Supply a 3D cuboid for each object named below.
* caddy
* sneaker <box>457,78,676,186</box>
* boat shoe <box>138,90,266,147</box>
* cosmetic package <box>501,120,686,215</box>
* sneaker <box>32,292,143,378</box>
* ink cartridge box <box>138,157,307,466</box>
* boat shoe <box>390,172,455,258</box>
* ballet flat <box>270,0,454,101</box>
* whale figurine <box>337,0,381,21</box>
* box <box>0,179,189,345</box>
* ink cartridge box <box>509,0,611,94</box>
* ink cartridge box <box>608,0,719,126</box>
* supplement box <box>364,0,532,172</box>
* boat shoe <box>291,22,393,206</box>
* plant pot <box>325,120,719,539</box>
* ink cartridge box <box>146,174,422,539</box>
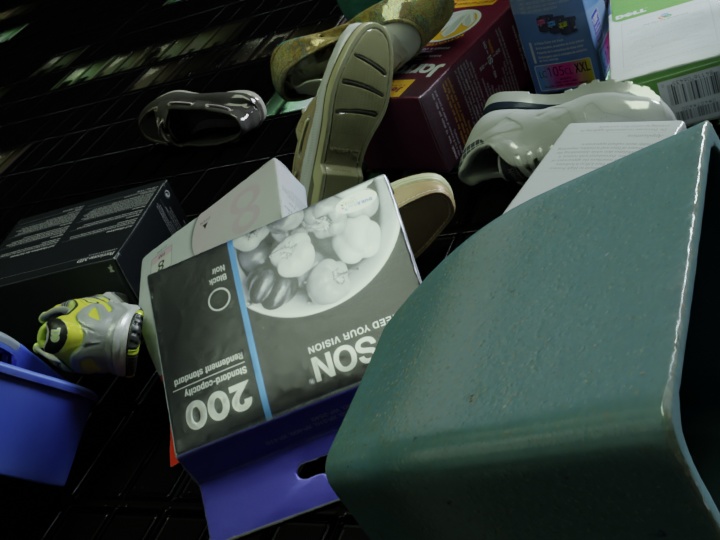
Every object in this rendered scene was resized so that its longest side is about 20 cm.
[{"bbox_3d":[-0.298,0.096,0.754,0.140,0.199,0.107,0,71,38],"label":"caddy"},{"bbox_3d":[0.171,-0.105,0.829,0.198,0.077,0.081,0,47,49],"label":"sneaker"},{"bbox_3d":[-0.212,-0.188,1.237,0.197,0.068,0.057,-2,33,29],"label":"boat shoe"},{"bbox_3d":[0.160,-0.024,0.705,0.101,0.075,0.201,6,45,42],"label":"cosmetic package"},{"bbox_3d":[-0.237,0.050,0.834,0.199,0.075,0.077,166,112,-66],"label":"sneaker"},{"bbox_3d":[-0.107,0.027,0.773,0.161,0.057,0.202,-33,36,21],"label":"ink cartridge box"},{"bbox_3d":[0.000,0.000,0.796,0.199,0.074,0.067,-37,35,3],"label":"boat shoe"},{"bbox_3d":[0.001,-0.211,0.954,0.197,0.071,0.071,-15,32,21],"label":"ballet flat"},{"bbox_3d":[0.064,-0.364,1.287,0.196,0.105,0.159,-5,27,-14],"label":"whale figurine"},{"bbox_3d":[-0.287,-0.005,1.006,0.197,0.080,0.142,-12,30,22],"label":"box"},{"bbox_3d":[0.193,-0.295,0.959,0.075,0.202,0.137,-5,36,31],"label":"ink cartridge box"},{"bbox_3d":[0.282,-0.202,0.890,0.102,0.060,0.201,-12,33,21],"label":"ink cartridge box"},{"bbox_3d":[0.086,-0.192,0.997,0.109,0.086,0.200,8,45,43],"label":"supplement box"},{"bbox_3d":[-0.027,-0.132,0.914,0.068,0.074,0.203,20,96,47],"label":"boat shoe"},{"bbox_3d":[0.101,0.082,0.484,0.198,0.198,0.197,-14,32,34],"label":"plant pot"},{"bbox_3d":[-0.041,0.058,0.673,0.195,0.043,0.202,-22,62,8],"label":"ink cartridge box"}]
